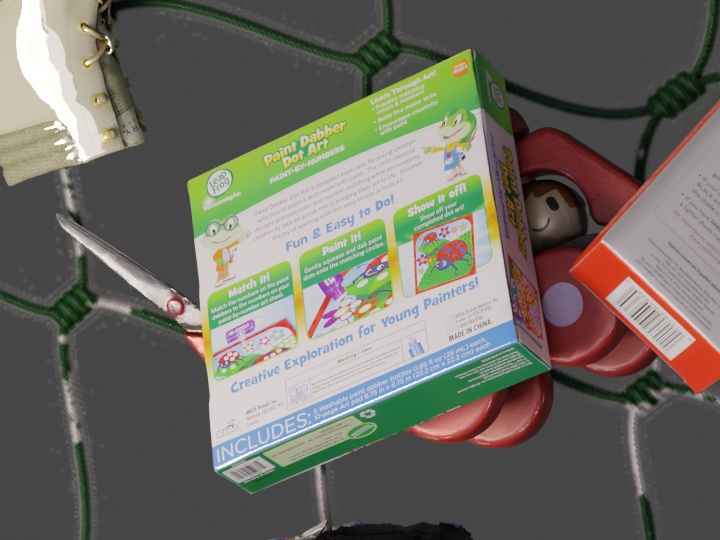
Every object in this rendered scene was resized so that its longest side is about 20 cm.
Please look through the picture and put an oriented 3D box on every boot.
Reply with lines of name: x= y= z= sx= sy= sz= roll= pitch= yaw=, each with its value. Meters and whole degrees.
boot: x=-0.153 y=-0.148 z=1.676 sx=0.199 sy=0.072 sz=0.155 roll=-23 pitch=95 yaw=21

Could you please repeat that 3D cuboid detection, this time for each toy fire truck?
toy fire truck: x=0.076 y=0.000 z=1.643 sx=0.199 sy=0.112 sz=0.169 roll=-33 pitch=74 yaw=16

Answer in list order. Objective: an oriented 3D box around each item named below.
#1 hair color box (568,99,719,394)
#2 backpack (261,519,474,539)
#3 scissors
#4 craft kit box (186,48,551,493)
hair color box: x=0.216 y=-0.041 z=1.562 sx=0.101 sy=0.061 sz=0.200 roll=43 pitch=69 yaw=2
backpack: x=-0.027 y=0.236 z=1.692 sx=0.199 sy=0.135 sz=0.184 roll=-2 pitch=101 yaw=13
scissors: x=-0.096 y=0.024 z=1.730 sx=0.073 sy=0.014 sz=0.200 roll=-39 pitch=90 yaw=19
craft kit box: x=0.000 y=0.000 z=1.613 sx=0.199 sy=0.048 sz=0.199 roll=-23 pitch=56 yaw=24
